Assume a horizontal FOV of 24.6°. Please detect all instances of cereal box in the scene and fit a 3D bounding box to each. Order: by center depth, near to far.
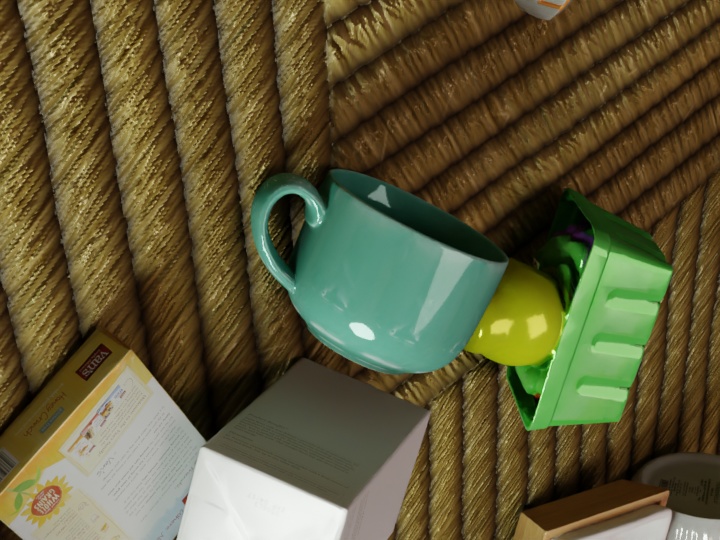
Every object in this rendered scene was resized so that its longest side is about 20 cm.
[{"bbox_3d":[-0.184,0.148,1.187,0.144,0.039,0.200,-49,147,-15],"label":"cereal box"}]

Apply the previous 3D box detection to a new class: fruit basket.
[{"bbox_3d":[0.162,0.036,1.505,0.213,0.156,0.218,-2,113,-5],"label":"fruit basket"}]

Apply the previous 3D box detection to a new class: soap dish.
[{"bbox_3d":[0.243,0.320,1.823,0.199,0.081,0.159,-10,123,-38],"label":"soap dish"}]

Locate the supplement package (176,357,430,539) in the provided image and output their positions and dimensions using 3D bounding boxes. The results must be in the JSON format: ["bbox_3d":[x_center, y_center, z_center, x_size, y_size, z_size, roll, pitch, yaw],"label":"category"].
[{"bbox_3d":[-0.042,0.170,1.263,0.200,0.120,0.121,-38,147,-64],"label":"supplement package"}]

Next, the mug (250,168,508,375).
[{"bbox_3d":[0.007,0.001,1.250,0.115,0.184,0.152,-64,171,12],"label":"mug"}]

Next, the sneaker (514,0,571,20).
[{"bbox_3d":[0.163,-0.292,1.281,0.077,0.078,0.202,-31,139,-49],"label":"sneaker"}]

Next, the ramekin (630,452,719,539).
[{"bbox_3d":[0.400,0.297,1.937,0.199,0.199,0.106,-22,122,-43],"label":"ramekin"}]
